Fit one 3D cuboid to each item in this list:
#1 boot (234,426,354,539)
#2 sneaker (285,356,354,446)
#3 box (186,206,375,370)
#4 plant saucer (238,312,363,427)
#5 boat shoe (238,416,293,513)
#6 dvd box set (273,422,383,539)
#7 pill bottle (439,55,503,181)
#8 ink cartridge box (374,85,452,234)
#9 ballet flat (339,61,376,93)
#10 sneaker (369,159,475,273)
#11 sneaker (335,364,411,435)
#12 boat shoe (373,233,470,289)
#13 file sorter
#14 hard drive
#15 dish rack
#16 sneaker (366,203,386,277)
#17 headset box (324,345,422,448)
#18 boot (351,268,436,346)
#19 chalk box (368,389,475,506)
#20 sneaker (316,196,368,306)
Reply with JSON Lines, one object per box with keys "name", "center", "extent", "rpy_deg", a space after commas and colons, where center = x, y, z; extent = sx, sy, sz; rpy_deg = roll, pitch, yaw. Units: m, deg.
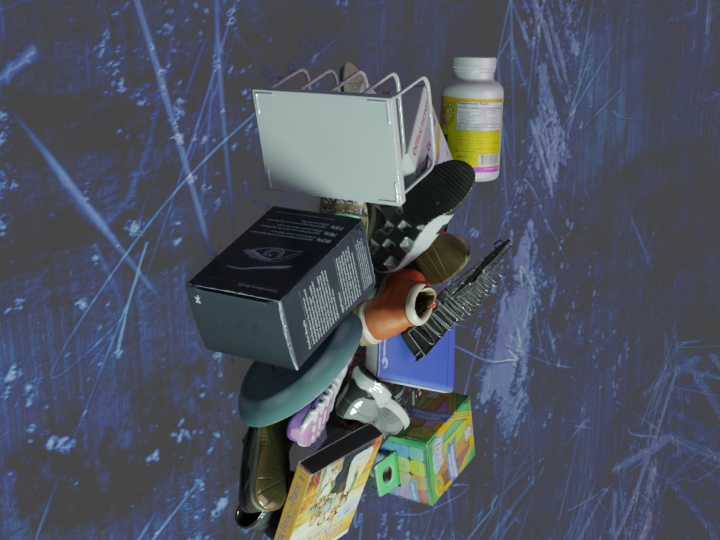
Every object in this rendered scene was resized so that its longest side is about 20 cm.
{"name": "boot", "center": [-0.081, 0.292, 1.531], "extent": [0.200, 0.070, 0.132], "rpy_deg": [-58, 145, -12]}
{"name": "sneaker", "center": [-0.070, 0.150, 1.468], "extent": [0.200, 0.088, 0.081], "rpy_deg": [-65, 174, -49]}
{"name": "box", "center": [-0.096, 0.017, 1.379], "extent": [0.200, 0.148, 0.105], "rpy_deg": [-46, 135, -42]}
{"name": "plant saucer", "center": [-0.084, 0.117, 1.403], "extent": [0.027, 0.200, 0.200], "rpy_deg": [51, 51, -21]}
{"name": "boat shoe", "center": [-0.128, 0.230, 1.470], "extent": [0.072, 0.066, 0.202], "rpy_deg": [36, 46, -36]}
{"name": "dvd box set", "center": [-0.049, 0.312, 1.487], "extent": [0.146, 0.029, 0.201], "rpy_deg": [-21, 139, -45]}
{"name": "pill bottle", "center": [0.183, -0.253, 1.813], "extent": [0.104, 0.104, 0.201], "rpy_deg": [-18, 114, -56]}
{"name": "ink cartridge box", "center": [0.075, -0.157, 1.652], "extent": [0.200, 0.082, 0.146], "rpy_deg": [62, 33, -46]}
{"name": "ballet flat", "center": [0.012, -0.198, 1.526], "extent": [0.067, 0.062, 0.201], "rpy_deg": [19, 63, -66]}
{"name": "sneaker", "center": [0.090, -0.077, 1.577], "extent": [0.200, 0.074, 0.088], "rpy_deg": [-45, 164, 7]}
{"name": "sneaker", "center": [0.012, 0.197, 1.546], "extent": [0.079, 0.074, 0.200], "rpy_deg": [-48, 152, -6]}
{"name": "boat shoe", "center": [0.100, -0.010, 1.673], "extent": [0.063, 0.200, 0.073], "rpy_deg": [-29, 91, -45]}
{"name": "file sorter", "center": [-0.014, -0.181, 1.408], "extent": [0.125, 0.199, 0.139], "rpy_deg": [-42, 133, -48]}
{"name": "hard drive", "center": [0.080, 0.110, 1.669], "extent": [0.200, 0.025, 0.133], "rpy_deg": [17, 71, -50]}
{"name": "dish rack", "center": [0.151, 0.038, 1.603], "extent": [0.055, 0.200, 0.153], "rpy_deg": [46, 44, -1]}
{"name": "sneaker", "center": [0.000, 0.000, 1.611], "extent": [0.090, 0.067, 0.201], "rpy_deg": [38, 63, -51]}
{"name": "headset box", "center": [0.013, 0.182, 1.680], "extent": [0.200, 0.077, 0.149], "rpy_deg": [-43, 133, -48]}
{"name": "boot", "center": [0.071, 0.042, 1.554], "extent": [0.075, 0.107, 0.200], "rpy_deg": [63, 28, -11]}
{"name": "chalk box", "center": [0.088, 0.293, 1.792], "extent": [0.200, 0.123, 0.125], "rpy_deg": [-40, 131, -48]}
{"name": "sneaker", "center": [-0.017, -0.043, 1.510], "extent": [0.089, 0.077, 0.201], "rpy_deg": [147, -57, -73]}
